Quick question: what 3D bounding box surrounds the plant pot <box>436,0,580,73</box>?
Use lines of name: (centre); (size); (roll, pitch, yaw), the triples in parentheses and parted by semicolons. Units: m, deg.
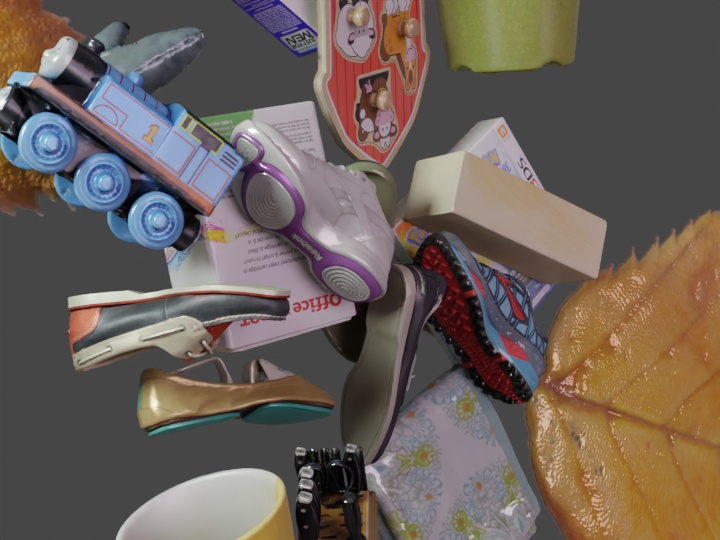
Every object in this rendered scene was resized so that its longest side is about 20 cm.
plant pot: (0.148, -0.297, 1.468); (0.199, 0.200, 0.186); (-14, 106, -38)

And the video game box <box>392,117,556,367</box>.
video game box: (0.123, -0.027, 1.497); (0.200, 0.047, 0.183); (-46, 111, -31)

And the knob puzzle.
knob puzzle: (0.022, -0.192, 1.400); (0.219, 0.030, 0.222); (-21, 115, -55)

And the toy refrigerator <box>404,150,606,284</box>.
toy refrigerator: (0.146, -0.052, 1.441); (0.199, 0.076, 0.071); (23, 72, -32)

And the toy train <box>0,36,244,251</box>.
toy train: (-0.193, -0.099, 1.153); (0.200, 0.087, 0.115); (37, 79, -26)

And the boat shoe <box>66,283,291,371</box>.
boat shoe: (-0.149, 0.045, 1.198); (0.071, 0.198, 0.063); (19, 66, -73)

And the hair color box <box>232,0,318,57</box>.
hair color box: (-0.090, -0.304, 1.346); (0.200, 0.065, 0.110); (38, 64, -31)

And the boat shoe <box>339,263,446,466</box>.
boat shoe: (0.034, 0.090, 1.340); (0.062, 0.073, 0.202); (-1, 112, -37)

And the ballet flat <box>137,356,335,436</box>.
ballet flat: (-0.107, 0.106, 1.294); (0.199, 0.068, 0.064); (-1, 72, -39)

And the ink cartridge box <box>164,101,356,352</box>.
ink cartridge box: (-0.099, -0.039, 1.299); (0.144, 0.084, 0.202); (-14, 94, -37)

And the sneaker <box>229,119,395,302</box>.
sneaker: (-0.040, -0.064, 1.261); (0.200, 0.074, 0.100); (49, 45, -29)

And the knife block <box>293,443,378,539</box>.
knife block: (-0.021, 0.252, 1.281); (0.063, 0.176, 0.202); (-4, 88, 6)

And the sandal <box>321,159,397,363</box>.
sandal: (-0.001, -0.001, 1.351); (0.079, 0.057, 0.203); (-4, 115, -7)

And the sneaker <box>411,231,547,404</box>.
sneaker: (0.120, 0.032, 1.426); (0.201, 0.079, 0.096); (58, 47, -26)

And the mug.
mug: (-0.109, 0.276, 1.213); (0.148, 0.187, 0.154); (-19, 108, -9)

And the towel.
towel: (0.088, 0.220, 1.444); (0.171, 0.048, 0.201); (-38, 108, -34)

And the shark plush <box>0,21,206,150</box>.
shark plush: (-0.224, -0.160, 1.213); (0.199, 0.083, 0.092); (-19, 99, -36)
